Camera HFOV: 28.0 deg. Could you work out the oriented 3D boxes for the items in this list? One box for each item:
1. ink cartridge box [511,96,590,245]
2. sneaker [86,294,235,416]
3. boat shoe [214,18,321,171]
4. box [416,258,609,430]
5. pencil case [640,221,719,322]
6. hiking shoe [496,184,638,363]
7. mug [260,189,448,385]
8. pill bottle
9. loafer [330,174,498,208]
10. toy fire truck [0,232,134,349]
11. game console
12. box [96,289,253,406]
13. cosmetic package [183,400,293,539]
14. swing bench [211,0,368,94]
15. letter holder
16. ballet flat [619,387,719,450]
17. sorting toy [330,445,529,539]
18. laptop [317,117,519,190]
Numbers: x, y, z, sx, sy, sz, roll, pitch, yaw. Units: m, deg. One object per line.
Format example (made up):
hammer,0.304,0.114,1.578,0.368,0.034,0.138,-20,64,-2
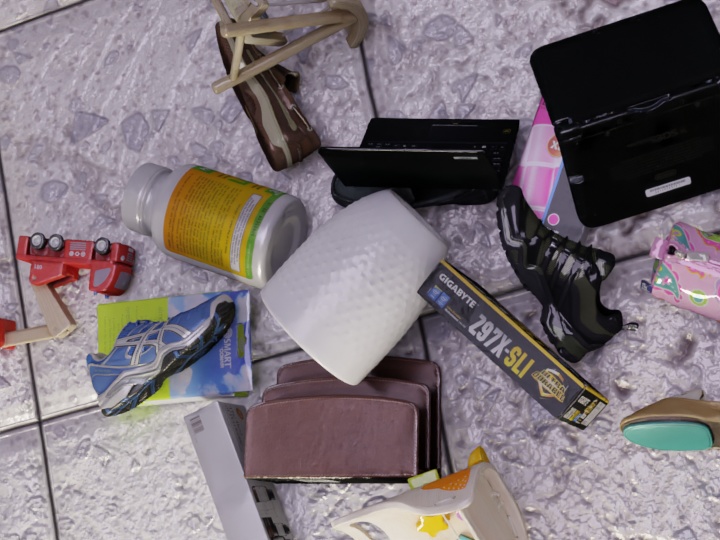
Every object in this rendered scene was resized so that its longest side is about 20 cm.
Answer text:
ink cartridge box,0.228,-0.129,1.580,0.094,0.037,0.203,18,86,20
sneaker,-0.229,0.082,1.627,0.199,0.076,0.078,-35,77,10
boat shoe,-0.105,-0.213,1.696,0.074,0.075,0.204,-22,73,-9
box,0.160,0.080,1.502,0.200,0.159,0.049,42,96,20
pencil case,0.392,0.017,1.473,0.198,0.087,0.089,23,89,20
hiking shoe,0.216,-0.010,1.528,0.100,0.076,0.202,-27,96,14
mug,0.000,0.000,1.564,0.147,0.200,0.176,41,98,-17
pill bottle,-0.171,-0.058,1.662,0.198,0.111,0.113,18,87,20
loafer,0.057,-0.102,1.613,0.197,0.070,0.069,-2,78,18
toy fire truck,-0.373,0.029,1.750,0.197,0.049,0.143,5,83,19
game console,0.301,-0.168,1.540,0.197,0.117,0.178,-17,114,5
box,-0.210,0.092,1.685,0.197,0.048,0.124,-6,80,18
cosmetic package,-0.129,0.249,1.615,0.050,0.082,0.202,-25,75,11
swing bench,-0.111,-0.342,1.640,0.198,0.130,0.201,-22,72,-19
letter holder,-0.017,0.159,1.582,0.197,0.100,0.145,-2,79,18
ballet flat,0.367,0.152,1.481,0.197,0.069,0.064,4,54,17
sorting toy,0.070,0.277,1.505,0.178,0.201,0.108,-16,40,18
laptop,0.066,-0.142,1.526,0.174,0.104,0.201,3,40,15
